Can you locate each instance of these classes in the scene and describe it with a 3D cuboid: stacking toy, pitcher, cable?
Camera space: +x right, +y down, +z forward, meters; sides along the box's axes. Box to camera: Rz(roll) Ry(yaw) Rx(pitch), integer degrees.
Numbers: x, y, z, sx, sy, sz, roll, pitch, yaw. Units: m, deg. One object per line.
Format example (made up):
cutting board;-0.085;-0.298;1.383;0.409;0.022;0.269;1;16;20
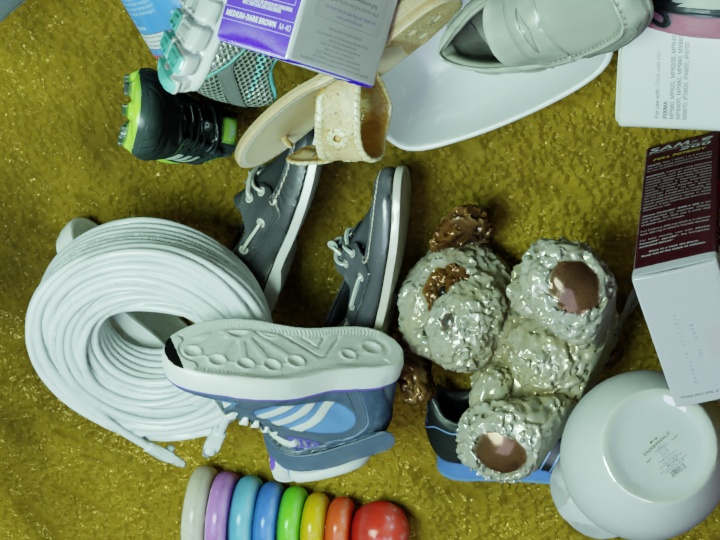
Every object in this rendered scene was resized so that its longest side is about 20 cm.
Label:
stacking toy;-0.056;0.228;1.492;0.200;0.085;0.085;6;122;7
pitcher;0.224;0.124;1.235;0.172;0.200;0.121;-42;80;-7
cable;-0.165;0.050;1.337;0.200;0.069;0.200;29;124;-17

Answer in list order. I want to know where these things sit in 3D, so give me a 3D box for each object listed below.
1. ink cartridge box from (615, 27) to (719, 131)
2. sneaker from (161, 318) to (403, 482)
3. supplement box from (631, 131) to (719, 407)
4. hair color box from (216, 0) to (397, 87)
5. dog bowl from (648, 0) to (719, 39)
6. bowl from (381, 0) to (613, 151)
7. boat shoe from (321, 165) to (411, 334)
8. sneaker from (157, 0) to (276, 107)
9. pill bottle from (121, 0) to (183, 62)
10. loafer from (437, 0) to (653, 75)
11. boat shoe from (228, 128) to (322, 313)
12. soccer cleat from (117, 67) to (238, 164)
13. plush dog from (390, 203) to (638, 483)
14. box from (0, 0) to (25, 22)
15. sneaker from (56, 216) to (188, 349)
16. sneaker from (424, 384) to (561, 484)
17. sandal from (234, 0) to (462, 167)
ink cartridge box;0.276;-0.156;1.108;0.200;0.144;0.084;3;121;14
sneaker;-0.068;0.116;1.298;0.200;0.081;0.147;0;127;-25
supplement box;0.239;-0.005;1.178;0.061;0.200;0.109;-14;116;19
hair color box;-0.014;-0.228;1.072;0.065;0.109;0.200;21;97;30
dog bowl;0.233;-0.214;1.054;0.200;0.200;0.074;4;126;14
bowl;0.069;-0.202;1.186;0.200;0.075;0.200;-21;112;27
boat shoe;0.000;0.000;1.333;0.063;0.073;0.200;13;128;5
sneaker;-0.061;-0.201;1.141;0.091;0.078;0.200;22;105;-27
pill bottle;-0.141;-0.249;1.196;0.112;0.112;0.200;-19;114;26
loafer;0.114;-0.155;1.054;0.070;0.070;0.200;59;161;-10
boat shoe;-0.073;-0.047;1.328;0.060;0.074;0.200;19;133;-1
soccer cleat;-0.134;-0.111;1.247;0.081;0.200;0.068;5;90;0
plush dog;0.109;0.041;1.306;0.172;0.160;0.200;27;109;20
box;-0.337;-0.275;1.187;0.199;0.200;0.172;15;122;7
sneaker;-0.220;0.056;1.433;0.115;0.074;0.200;-28;111;26
sneaker;0.150;0.127;1.367;0.200;0.070;0.078;-5;120;16
sandal;-0.001;-0.111;1.163;0.212;0.078;0.070;-39;76;28
